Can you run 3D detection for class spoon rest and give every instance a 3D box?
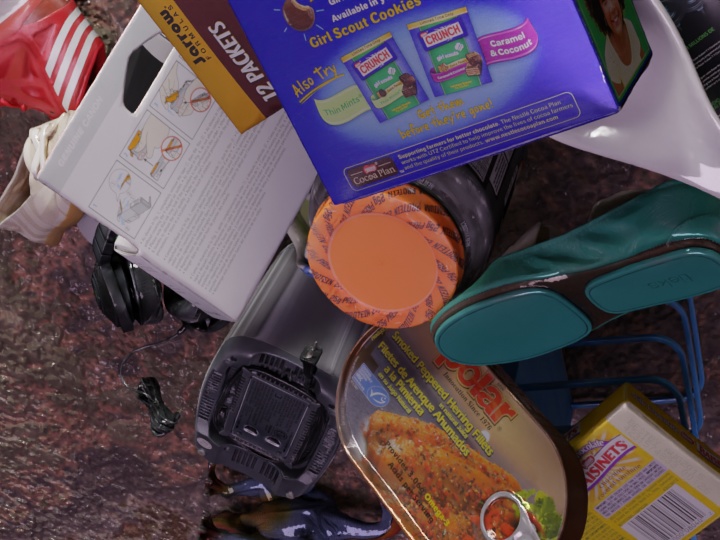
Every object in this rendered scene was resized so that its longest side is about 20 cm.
[{"bbox_3d":[0.153,-0.087,0.689,0.198,0.061,0.100,30,126,-2],"label":"spoon rest"}]

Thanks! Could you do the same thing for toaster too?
[{"bbox_3d":[-0.049,0.069,1.028,0.112,0.130,0.201,24,140,2],"label":"toaster"}]

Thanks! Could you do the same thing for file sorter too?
[{"bbox_3d":[0.172,0.100,0.942,0.121,0.201,0.140,-6,121,20],"label":"file sorter"}]

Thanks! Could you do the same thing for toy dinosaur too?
[{"bbox_3d":[-0.051,0.209,1.197,0.179,0.107,0.200,9,164,-2],"label":"toy dinosaur"}]

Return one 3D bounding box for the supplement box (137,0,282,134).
[{"bbox_3d":[-0.007,-0.219,0.788,0.199,0.198,0.133,-27,111,33],"label":"supplement box"}]

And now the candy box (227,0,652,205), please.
[{"bbox_3d":[0.022,-0.153,0.644,0.167,0.077,0.202,-15,113,32],"label":"candy box"}]

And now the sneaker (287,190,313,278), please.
[{"bbox_3d":[0.000,0.000,0.952,0.200,0.076,0.076,48,134,30],"label":"sneaker"}]

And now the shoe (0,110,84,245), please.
[{"bbox_3d":[-0.236,-0.066,1.014,0.053,0.071,0.200,11,157,-20],"label":"shoe"}]

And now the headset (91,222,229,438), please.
[{"bbox_3d":[-0.138,0.021,0.998,0.122,0.094,0.202,2,124,-27],"label":"headset"}]

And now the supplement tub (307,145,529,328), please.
[{"bbox_3d":[0.039,-0.059,0.879,0.121,0.201,0.124,10,126,13],"label":"supplement tub"}]

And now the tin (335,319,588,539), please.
[{"bbox_3d":[0.061,0.110,0.837,0.112,0.042,0.200,-53,52,18],"label":"tin"}]

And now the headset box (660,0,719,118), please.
[{"bbox_3d":[0.212,-0.131,0.784,0.092,0.175,0.200,-35,107,34],"label":"headset box"}]

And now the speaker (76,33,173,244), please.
[{"bbox_3d":[-0.148,-0.103,0.992,0.080,0.082,0.201,28,128,-1],"label":"speaker"}]

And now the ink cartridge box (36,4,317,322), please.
[{"bbox_3d":[-0.103,-0.096,0.886,0.173,0.202,0.043,37,165,-33],"label":"ink cartridge box"}]

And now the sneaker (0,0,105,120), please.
[{"bbox_3d":[-0.271,-0.132,1.018,0.199,0.079,0.116,-32,107,35],"label":"sneaker"}]

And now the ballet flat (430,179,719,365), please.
[{"bbox_3d":[0.128,-0.001,0.775,0.198,0.071,0.067,-22,132,37],"label":"ballet flat"}]

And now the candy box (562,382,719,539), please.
[{"bbox_3d":[0.137,0.163,0.857,0.102,0.027,0.200,38,122,-10],"label":"candy box"}]
